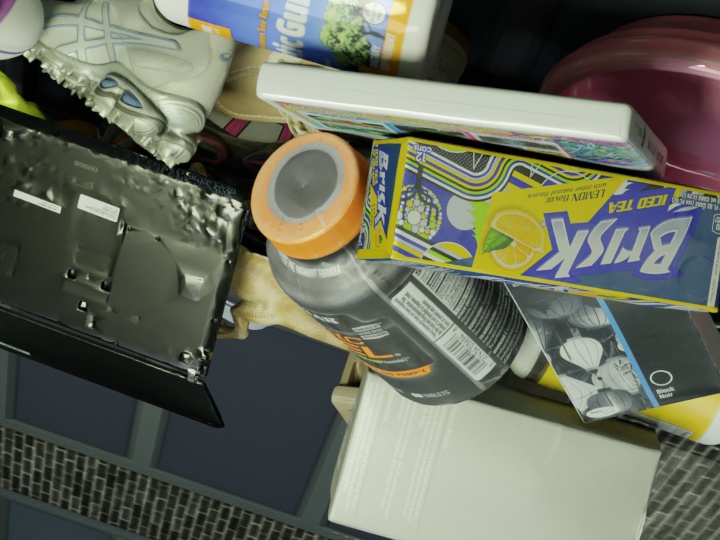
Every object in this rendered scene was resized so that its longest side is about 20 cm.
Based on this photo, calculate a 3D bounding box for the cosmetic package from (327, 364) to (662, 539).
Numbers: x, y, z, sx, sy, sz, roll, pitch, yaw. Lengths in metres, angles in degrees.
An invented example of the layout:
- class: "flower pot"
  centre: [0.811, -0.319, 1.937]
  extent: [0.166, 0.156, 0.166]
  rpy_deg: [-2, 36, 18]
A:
- class: "cosmetic package"
  centre: [0.087, 0.131, 1.671]
  extent: [0.199, 0.107, 0.090]
  rpy_deg: [17, -171, -2]

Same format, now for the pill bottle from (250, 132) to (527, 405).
- class: "pill bottle"
  centre: [0.013, -0.005, 1.532]
  extent: [0.106, 0.107, 0.200]
  rpy_deg: [2, 155, 32]

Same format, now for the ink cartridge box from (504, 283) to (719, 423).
- class: "ink cartridge box"
  centre: [0.146, 0.012, 1.562]
  extent: [0.099, 0.039, 0.200]
  rpy_deg: [-14, 134, 21]

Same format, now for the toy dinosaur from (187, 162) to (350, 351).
- class: "toy dinosaur"
  centre: [-0.058, 0.018, 1.653]
  extent: [0.200, 0.058, 0.101]
  rpy_deg: [42, 154, -19]

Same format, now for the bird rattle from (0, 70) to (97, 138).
- class: "bird rattle"
  centre: [-0.186, -0.068, 1.740]
  extent: [0.199, 0.113, 0.163]
  rpy_deg: [20, -165, -5]

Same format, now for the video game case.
- class: "video game case"
  centre: [0.061, -0.081, 1.418]
  extent: [0.199, 0.024, 0.182]
  rpy_deg: [8, 177, 13]

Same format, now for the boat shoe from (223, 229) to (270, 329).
- class: "boat shoe"
  centre: [-0.128, -0.023, 1.851]
  extent: [0.199, 0.070, 0.066]
  rpy_deg: [30, 136, -17]

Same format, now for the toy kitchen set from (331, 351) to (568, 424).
- class: "toy kitchen set"
  centre: [0.038, 0.079, 1.820]
  extent: [0.180, 0.164, 0.200]
  rpy_deg: [6, 153, 26]

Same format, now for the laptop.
- class: "laptop"
  centre: [-0.159, 0.002, 1.660]
  extent: [0.176, 0.201, 0.103]
  rpy_deg: [19, -159, 9]

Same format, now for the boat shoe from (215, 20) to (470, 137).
- class: "boat shoe"
  centre: [-0.023, -0.110, 1.582]
  extent: [0.199, 0.065, 0.072]
  rpy_deg: [-4, 148, 40]

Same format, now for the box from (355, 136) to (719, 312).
- class: "box"
  centre: [0.104, -0.025, 1.441]
  extent: [0.199, 0.070, 0.064]
  rpy_deg: [9, 179, -19]

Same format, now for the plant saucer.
- class: "plant saucer"
  centre: [0.201, -0.085, 1.495]
  extent: [0.199, 0.051, 0.201]
  rpy_deg: [16, 155, 8]

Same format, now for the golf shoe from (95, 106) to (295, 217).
- class: "golf shoe"
  centre: [-0.077, -0.082, 1.690]
  extent: [0.199, 0.092, 0.073]
  rpy_deg: [13, 128, -30]

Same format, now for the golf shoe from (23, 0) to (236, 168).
- class: "golf shoe"
  centre: [-0.145, -0.142, 1.599]
  extent: [0.200, 0.097, 0.078]
  rpy_deg: [34, 179, 41]

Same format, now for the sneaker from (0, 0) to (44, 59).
- class: "sneaker"
  centre: [-0.225, -0.203, 1.504]
  extent: [0.114, 0.073, 0.201]
  rpy_deg: [-7, 137, 35]

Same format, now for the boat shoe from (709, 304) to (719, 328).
- class: "boat shoe"
  centre: [0.178, -0.021, 1.610]
  extent: [0.199, 0.076, 0.060]
  rpy_deg: [21, 169, -8]

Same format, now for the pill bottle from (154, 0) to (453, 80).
- class: "pill bottle"
  centre: [-0.047, -0.176, 1.404]
  extent: [0.199, 0.113, 0.112]
  rpy_deg: [15, 156, 5]

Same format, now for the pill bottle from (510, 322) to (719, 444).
- class: "pill bottle"
  centre: [0.205, 0.047, 1.696]
  extent: [0.199, 0.113, 0.112]
  rpy_deg: [19, 156, -3]
